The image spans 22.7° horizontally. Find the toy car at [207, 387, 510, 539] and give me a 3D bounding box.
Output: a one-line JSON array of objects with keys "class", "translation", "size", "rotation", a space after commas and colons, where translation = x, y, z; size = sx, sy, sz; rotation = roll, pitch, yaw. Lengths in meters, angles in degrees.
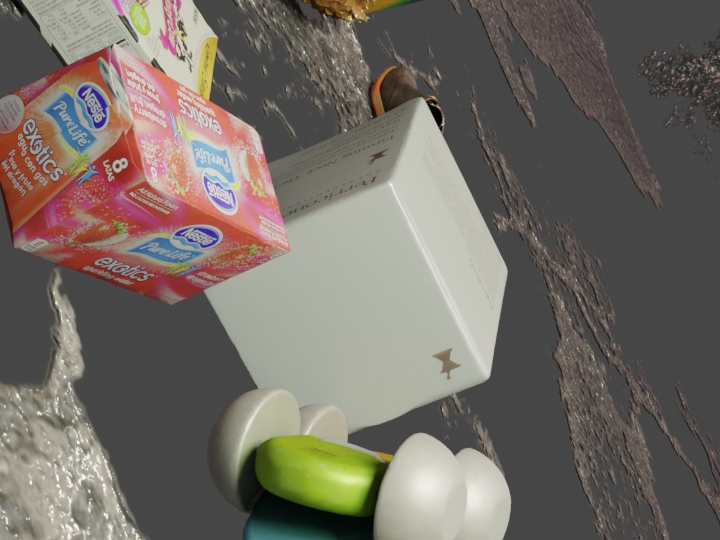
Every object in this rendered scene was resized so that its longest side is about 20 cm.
[{"class": "toy car", "translation": [-0.010, 0.170, 1.180], "size": [0.200, 0.173, 0.152], "rotation": [27, 80, -65]}]

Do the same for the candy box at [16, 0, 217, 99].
[{"class": "candy box", "translation": [-0.176, -0.192, 1.235], "size": [0.201, 0.060, 0.137], "rotation": [57, 20, -32]}]

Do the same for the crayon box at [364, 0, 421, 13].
[{"class": "crayon box", "translation": [0.058, -0.353, 1.892], "size": [0.200, 0.117, 0.059], "rotation": [112, -38, -68]}]

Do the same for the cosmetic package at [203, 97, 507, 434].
[{"class": "cosmetic package", "translation": [0.000, 0.000, 1.347], "size": [0.168, 0.166, 0.200], "rotation": [62, 17, -17]}]

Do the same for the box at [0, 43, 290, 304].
[{"class": "box", "translation": [-0.136, -0.054, 1.123], "size": [0.200, 0.099, 0.096], "rotation": [28, 42, -65]}]

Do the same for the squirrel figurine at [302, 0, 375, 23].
[{"class": "squirrel figurine", "translation": [-0.045, -0.332, 1.734], "size": [0.187, 0.140, 0.203], "rotation": [49, 37, -69]}]

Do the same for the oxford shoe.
[{"class": "oxford shoe", "translation": [0.055, -0.157, 1.860], "size": [0.072, 0.072, 0.201], "rotation": [55, 21, -31]}]
